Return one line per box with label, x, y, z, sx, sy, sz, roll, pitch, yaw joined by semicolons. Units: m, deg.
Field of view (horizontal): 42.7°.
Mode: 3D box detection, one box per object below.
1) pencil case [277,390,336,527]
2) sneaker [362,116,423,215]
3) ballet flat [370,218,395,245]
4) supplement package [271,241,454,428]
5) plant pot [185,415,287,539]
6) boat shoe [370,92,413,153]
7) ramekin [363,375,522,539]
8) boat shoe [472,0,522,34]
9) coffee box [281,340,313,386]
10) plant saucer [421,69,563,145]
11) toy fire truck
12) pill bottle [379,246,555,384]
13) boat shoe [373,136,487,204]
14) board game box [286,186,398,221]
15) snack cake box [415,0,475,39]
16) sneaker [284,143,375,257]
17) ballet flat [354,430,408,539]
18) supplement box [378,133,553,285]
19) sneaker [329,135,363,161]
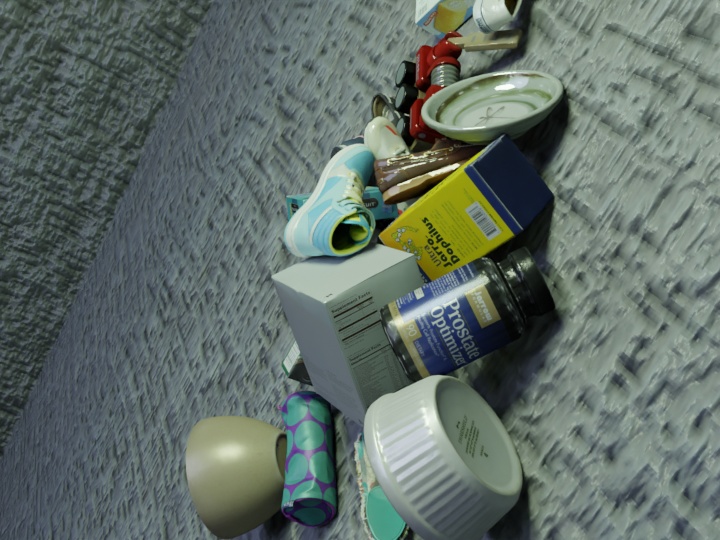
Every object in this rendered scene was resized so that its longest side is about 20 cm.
pencil case;-0.086;0.295;1.454;0.092;0.085;0.201;-19;48;19
sneaker;0.081;-0.147;1.389;0.070;0.201;0.093;-37;19;-35
ballet flat;0.000;0.000;1.509;0.068;0.068;0.201;27;96;29
supplement package;0.003;0.082;1.283;0.191;0.146;0.201;21;134;61
plant pot;-0.179;0.328;1.519;0.133;0.201;0.202;-17;50;18
boat shoe;0.057;-0.236;1.593;0.074;0.060;0.201;-45;36;36
ramekin;0.104;0.215;1.071;0.094;0.202;0.203;-38;38;24
boat shoe;0.238;-0.446;1.389;0.086;0.075;0.203;-11;43;46
coffee box;-0.027;0.095;1.450;0.201;0.122;0.044;-60;28;13
plant saucer;0.186;-0.221;1.289;0.200;0.199;0.051;-128;19;-58
toy fire truck;0.148;-0.292;1.423;0.200;0.128;0.177;129;150;-55
pill bottle;0.132;0.053;1.137;0.199;0.112;0.112;-27;38;5
boat shoe;0.116;-0.157;1.317;0.070;0.198;0.071;73;-179;-74
board game box;-0.034;-0.107;1.522;0.200;0.150;0.047;-155;57;-76
snack cake box;0.178;-0.500;1.555;0.200;0.067;0.116;-35;41;46
sneaker;-0.009;-0.095;1.309;0.130;0.080;0.201;10;62;48
ballet flat;0.031;0.308;1.278;0.201;0.075;0.064;-95;7;-47
supplement box;0.140;-0.073;1.242;0.200;0.110;0.109;-37;4;44
sneaker;-0.016;-0.173;1.667;0.070;0.082;0.200;53;156;12
